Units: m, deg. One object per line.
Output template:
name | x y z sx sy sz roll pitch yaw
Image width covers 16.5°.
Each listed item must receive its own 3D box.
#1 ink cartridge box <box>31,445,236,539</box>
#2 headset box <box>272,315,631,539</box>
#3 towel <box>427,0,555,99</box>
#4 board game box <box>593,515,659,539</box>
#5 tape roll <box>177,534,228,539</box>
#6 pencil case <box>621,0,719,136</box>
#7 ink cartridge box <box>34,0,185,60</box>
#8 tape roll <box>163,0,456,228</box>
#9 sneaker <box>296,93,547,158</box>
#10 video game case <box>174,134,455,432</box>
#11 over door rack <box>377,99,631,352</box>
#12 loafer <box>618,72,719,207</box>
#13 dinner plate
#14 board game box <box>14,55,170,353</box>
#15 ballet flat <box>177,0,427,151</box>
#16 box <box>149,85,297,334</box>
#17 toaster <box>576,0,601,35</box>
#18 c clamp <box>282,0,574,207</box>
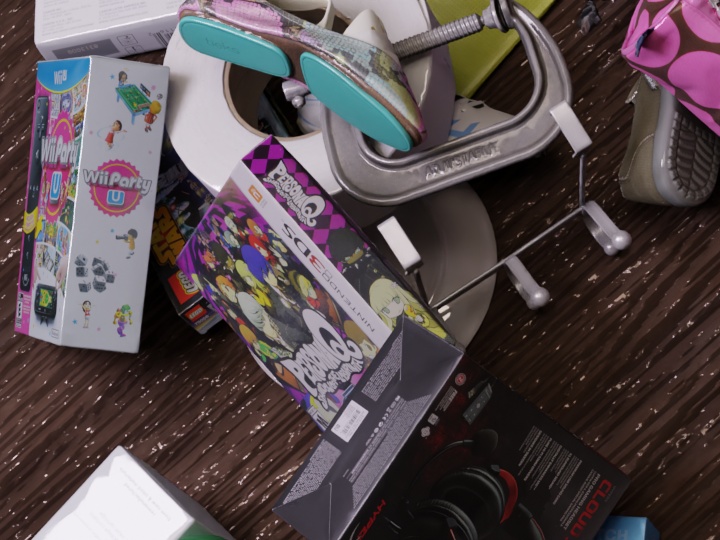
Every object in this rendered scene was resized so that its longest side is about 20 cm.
ink cartridge box | -0.179 0.235 1.677 0.083 0.146 0.200 41 87 27
headset box | 0.066 0.145 1.557 0.149 0.200 0.075 -55 37 -3
towel | 0.102 -0.209 1.832 0.086 0.018 0.200 39 86 29
board game box | 0.090 0.235 1.637 0.199 0.040 0.154 0 69 20
tape roll | -0.130 0.268 1.613 0.048 0.200 0.201 33 83 29
pencil case | 0.267 -0.119 1.638 0.200 0.094 0.091 36 53 -11
ink cartridge box | -0.173 -0.264 1.945 0.159 0.047 0.201 -10 60 16
tape roll | -0.036 -0.127 1.738 0.201 0.071 0.204 -6 68 15
sneaker | 0.042 -0.115 1.778 0.199 0.072 0.073 14 106 26
video game case | -0.035 0.020 1.654 0.036 0.200 0.181 -39 87 -25
over door rack | 0.101 -0.012 1.640 0.147 0.200 0.067 -34 67 -2
loafer | 0.215 -0.130 1.721 0.069 0.075 0.201 -17 46 45
dinner plate | 0.000 0.000 1.780 0.199 0.024 0.201 -8 67 18
board game box | -0.194 -0.048 1.766 0.064 0.147 0.201 6 90 -22
ballet flat | -0.029 -0.150 1.650 0.199 0.069 0.071 26 66 23
box | -0.109 -0.069 1.823 0.137 0.040 0.200 -36 54 7
toaster | 0.209 -0.286 1.721 0.180 0.119 0.201 -17 38 5
c clamp | 0.040 -0.131 1.662 0.199 0.027 0.172 -14 67 13
